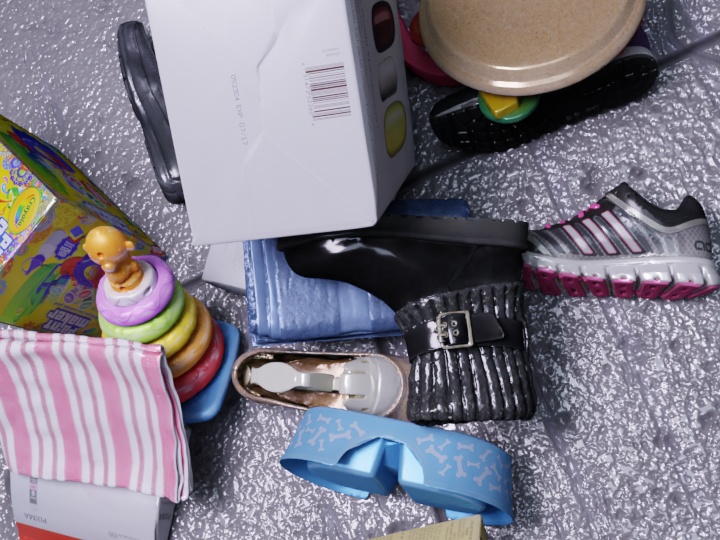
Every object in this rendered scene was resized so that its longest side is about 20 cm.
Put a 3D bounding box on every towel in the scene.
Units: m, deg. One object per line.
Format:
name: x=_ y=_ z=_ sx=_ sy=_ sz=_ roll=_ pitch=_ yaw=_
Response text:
towel: x=-0.241 y=0.123 z=0.868 sx=0.196 sy=0.030 sz=0.149 roll=3 pitch=117 yaw=19
towel: x=0.000 y=0.000 z=0.853 sx=0.196 sy=0.049 sz=0.114 roll=-5 pitch=82 yaw=-1

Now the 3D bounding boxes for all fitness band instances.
fitness band: x=0.079 y=-0.268 z=0.945 sx=0.142 sy=0.037 sz=0.203 roll=-27 pitch=71 yaw=13

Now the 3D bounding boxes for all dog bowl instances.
dog bowl: x=0.032 y=0.158 z=0.829 sx=0.196 sy=0.112 sz=0.050 roll=8 pitch=67 yaw=19

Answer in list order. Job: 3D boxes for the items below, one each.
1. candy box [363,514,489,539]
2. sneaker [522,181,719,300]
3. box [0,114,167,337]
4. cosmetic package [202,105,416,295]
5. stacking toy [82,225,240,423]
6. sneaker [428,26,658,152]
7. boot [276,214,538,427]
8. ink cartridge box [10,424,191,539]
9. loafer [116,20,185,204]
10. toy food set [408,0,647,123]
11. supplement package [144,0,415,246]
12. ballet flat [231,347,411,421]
candy box: x=0.017 y=0.277 z=0.809 sx=0.197 sy=0.055 sz=0.117 roll=-16 pitch=101 yaw=13
sneaker: x=0.195 y=-0.029 z=0.837 sx=0.196 sy=0.074 sz=0.089 roll=4 pitch=75 yaw=16
box: x=-0.317 y=-0.047 z=0.930 sx=0.192 sy=0.200 sz=0.122 roll=41 pitch=91 yaw=20
cosmetic package: x=-0.046 y=-0.068 z=0.929 sx=0.148 sy=0.052 sz=0.204 roll=12 pitch=82 yaw=21
stacking toy: x=-0.185 y=0.032 z=0.861 sx=0.114 sy=0.202 sz=0.111 roll=-1 pitch=49 yaw=15
sneaker: x=0.152 y=-0.172 z=0.890 sx=0.197 sy=0.076 sz=0.089 roll=-17 pitch=60 yaw=9
boot: x=0.034 y=0.039 z=0.784 sx=0.207 sy=0.079 sz=0.161 roll=2 pitch=87 yaw=5
ink cartridge box: x=-0.251 y=0.226 z=0.932 sx=0.160 sy=0.057 sz=0.204 roll=8 pitch=76 yaw=18
loafer: x=-0.186 y=-0.159 z=0.990 sx=0.069 sy=0.068 sz=0.203 roll=-20 pitch=70 yaw=-8
toy food set: x=0.139 y=-0.225 z=0.850 sx=0.196 sy=0.049 sz=0.202 roll=-27 pitch=59 yaw=3
supplement package: x=-0.050 y=-0.145 z=0.780 sx=0.144 sy=0.200 sz=0.195 roll=-5 pitch=107 yaw=13
ballet flat: x=-0.023 y=0.101 z=0.877 sx=0.196 sy=0.067 sz=0.069 roll=1 pitch=78 yaw=17
